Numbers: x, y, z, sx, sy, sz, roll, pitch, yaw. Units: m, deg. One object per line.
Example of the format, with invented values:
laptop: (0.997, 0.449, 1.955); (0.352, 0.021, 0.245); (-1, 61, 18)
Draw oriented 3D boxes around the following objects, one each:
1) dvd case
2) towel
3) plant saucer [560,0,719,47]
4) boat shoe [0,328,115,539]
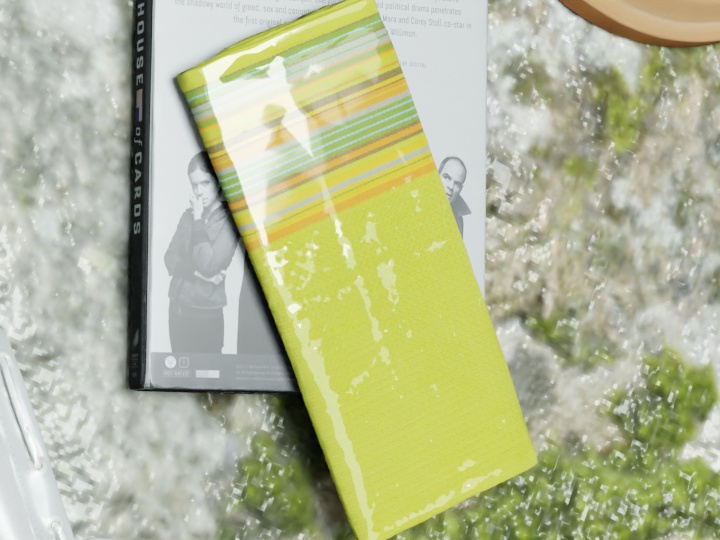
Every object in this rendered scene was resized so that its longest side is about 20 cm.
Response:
dvd case: (-0.018, -0.052, 1.081); (0.149, 0.025, 0.202); (3, 85, -26)
towel: (0.000, 0.000, 1.067); (0.086, 0.018, 0.201); (-23, 99, -20)
plant saucer: (0.138, -0.197, 1.164); (0.199, 0.032, 0.202); (2, 86, -26)
boat shoe: (-0.118, 0.116, 1.003); (0.068, 0.072, 0.201); (-25, 89, -25)
